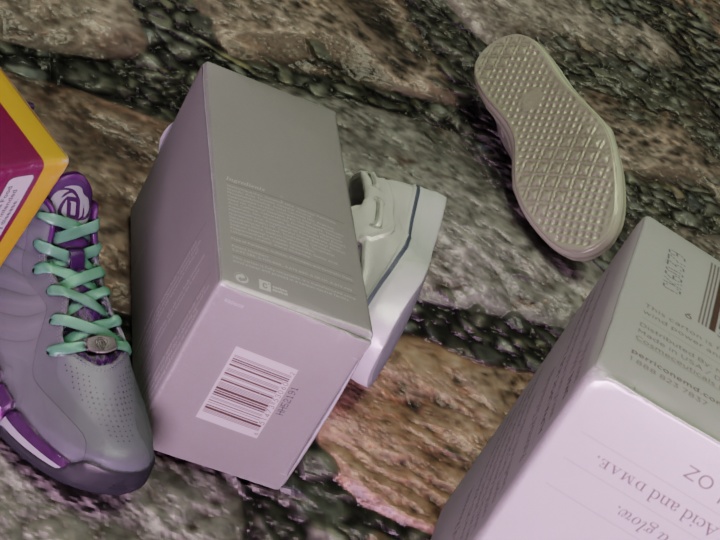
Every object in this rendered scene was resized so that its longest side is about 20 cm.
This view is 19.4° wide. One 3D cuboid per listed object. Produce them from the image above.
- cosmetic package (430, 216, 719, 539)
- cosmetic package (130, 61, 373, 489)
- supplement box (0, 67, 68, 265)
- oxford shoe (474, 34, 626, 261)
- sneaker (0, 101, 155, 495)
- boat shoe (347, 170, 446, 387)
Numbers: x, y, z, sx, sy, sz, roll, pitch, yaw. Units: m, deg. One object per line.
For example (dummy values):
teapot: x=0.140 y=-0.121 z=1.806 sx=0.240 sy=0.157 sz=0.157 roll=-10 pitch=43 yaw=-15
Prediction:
cosmetic package: x=0.133 y=0.121 z=0.937 sx=0.164 sy=0.201 sz=0.165 roll=31 pitch=28 yaw=0
cosmetic package: x=-0.060 y=-0.002 z=1.047 sx=0.090 sy=0.107 sz=0.201 roll=20 pitch=33 yaw=-17
supplement box: x=-0.243 y=-0.026 z=0.877 sx=0.103 sy=0.131 sz=0.199 roll=51 pitch=33 yaw=17
oxford shoe: x=0.130 y=-0.077 z=1.382 sx=0.058 sy=0.075 sz=0.201 roll=54 pitch=10 yaw=-44
sneaker: x=-0.143 y=0.009 z=0.968 sx=0.074 sy=0.088 sz=0.200 roll=1 pitch=41 yaw=-41
boat shoe: x=0.000 y=0.000 z=1.145 sx=0.065 sy=0.074 sz=0.200 roll=24 pitch=20 yaw=-2
